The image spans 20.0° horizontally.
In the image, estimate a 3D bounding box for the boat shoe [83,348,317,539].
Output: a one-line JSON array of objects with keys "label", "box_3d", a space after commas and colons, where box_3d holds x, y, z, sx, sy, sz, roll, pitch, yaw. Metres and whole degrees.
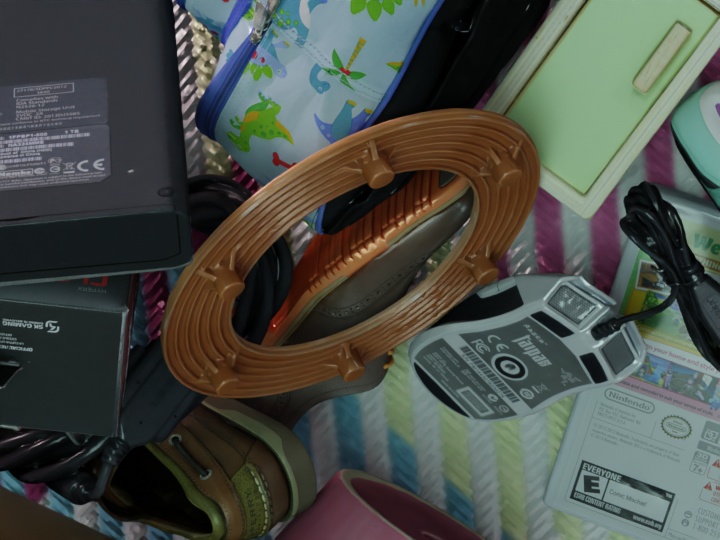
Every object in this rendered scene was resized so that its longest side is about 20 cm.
[{"label": "boat shoe", "box_3d": [-0.113, 0.091, 1.060, 0.200, 0.068, 0.072, 10, 119, 47]}]

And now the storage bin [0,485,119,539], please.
[{"label": "storage bin", "box_3d": [-0.166, 0.146, 0.959, 0.200, 0.198, 0.094, 32, 74, -33]}]

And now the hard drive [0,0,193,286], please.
[{"label": "hard drive", "box_3d": [-0.148, -0.067, 0.896, 0.139, 0.200, 0.033, -6, 128, -4]}]

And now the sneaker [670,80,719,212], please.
[{"label": "sneaker", "box_3d": [0.251, -0.027, 0.954, 0.140, 0.078, 0.200, -32, 82, 7]}]

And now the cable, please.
[{"label": "cable", "box_3d": [-0.121, 0.032, 1.051, 0.163, 0.200, 0.051, 4, 142, 48]}]

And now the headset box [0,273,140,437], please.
[{"label": "headset box", "box_3d": [-0.173, -0.010, 0.922, 0.148, 0.200, 0.077, 6, 126, -4]}]

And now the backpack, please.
[{"label": "backpack", "box_3d": [0.003, -0.133, 0.954, 0.147, 0.183, 0.200, 36, 119, 11]}]

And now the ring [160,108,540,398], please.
[{"label": "ring", "box_3d": [0.000, 0.000, 0.948, 0.200, 0.200, 0.019, -43, 62, 21]}]

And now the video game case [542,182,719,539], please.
[{"label": "video game case", "box_3d": [0.212, 0.071, 1.034, 0.199, 0.022, 0.183, 20, 109, 11]}]

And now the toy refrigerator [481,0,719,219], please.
[{"label": "toy refrigerator", "box_3d": [0.141, -0.128, 0.974, 0.076, 0.070, 0.200, 37, 111, 3]}]

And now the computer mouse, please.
[{"label": "computer mouse", "box_3d": [0.103, 0.023, 1.011, 0.200, 0.044, 0.110, -20, 122, 46]}]

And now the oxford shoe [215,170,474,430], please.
[{"label": "oxford shoe", "box_3d": [0.000, 0.015, 1.062, 0.073, 0.071, 0.200, 41, 119, -17]}]

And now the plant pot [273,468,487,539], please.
[{"label": "plant pot", "box_3d": [-0.003, 0.211, 1.053, 0.200, 0.200, 0.179, 31, 95, 6]}]
